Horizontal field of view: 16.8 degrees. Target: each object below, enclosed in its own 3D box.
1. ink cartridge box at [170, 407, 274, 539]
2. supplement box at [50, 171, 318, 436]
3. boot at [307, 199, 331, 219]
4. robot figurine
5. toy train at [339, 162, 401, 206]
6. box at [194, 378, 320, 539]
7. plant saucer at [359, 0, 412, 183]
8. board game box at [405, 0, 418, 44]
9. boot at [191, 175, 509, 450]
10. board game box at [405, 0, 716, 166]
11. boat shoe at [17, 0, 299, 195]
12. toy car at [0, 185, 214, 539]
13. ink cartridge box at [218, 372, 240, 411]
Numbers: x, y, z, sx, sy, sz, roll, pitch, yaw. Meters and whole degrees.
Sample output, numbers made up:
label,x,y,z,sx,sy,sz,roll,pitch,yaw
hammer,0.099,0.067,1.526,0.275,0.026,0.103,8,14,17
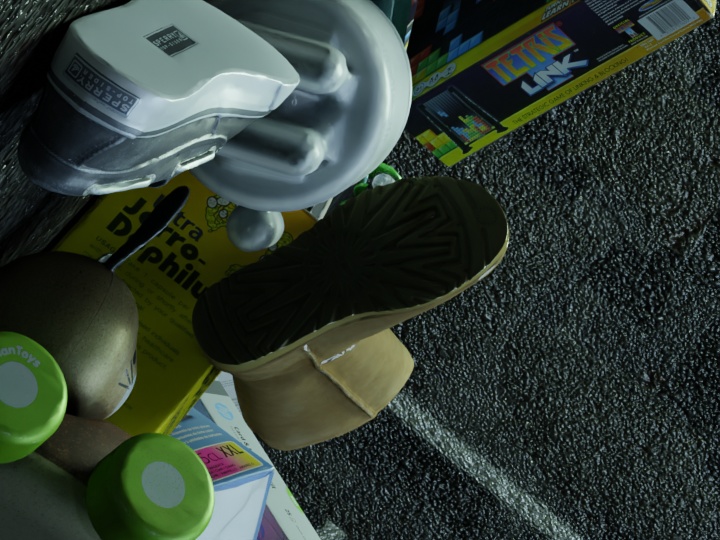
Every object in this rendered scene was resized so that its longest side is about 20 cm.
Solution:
label,x,y,z,sx,sy,sz,roll,pitch,yaw
ink cartridge box,-0.156,0.131,1.451,0.076,0.200,0.137,-13,127,-47
supplement box,-0.128,0.031,1.340,0.200,0.109,0.109,-52,179,-34
boot,-0.040,-0.088,1.400,0.151,0.073,0.201,-53,168,-78
robot figurine,-0.034,-0.090,1.219,0.200,0.113,0.170,-47,156,-80
toy train,0.000,0.000,1.361,0.042,0.056,0.200,-55,179,-26
box,-0.120,0.157,1.513,0.156,0.200,0.041,-49,147,22
plant saucer,0.013,-0.127,1.349,0.200,0.019,0.070,101,6,-61
board game box,-0.001,-0.151,1.644,0.165,0.057,0.200,-50,178,-27
boot,0.003,0.026,1.291,0.175,0.066,0.200,-20,161,4
board game box,0.116,-0.170,1.390,0.200,0.057,0.166,-29,-145,37
boat shoe,-0.085,-0.068,1.009,0.068,0.072,0.200,-54,175,18
toy car,-0.137,0.054,1.173,0.164,0.158,0.200,-38,-159,48
ink cartridge box,-0.111,0.056,1.771,0.146,0.085,0.200,-10,160,-23
